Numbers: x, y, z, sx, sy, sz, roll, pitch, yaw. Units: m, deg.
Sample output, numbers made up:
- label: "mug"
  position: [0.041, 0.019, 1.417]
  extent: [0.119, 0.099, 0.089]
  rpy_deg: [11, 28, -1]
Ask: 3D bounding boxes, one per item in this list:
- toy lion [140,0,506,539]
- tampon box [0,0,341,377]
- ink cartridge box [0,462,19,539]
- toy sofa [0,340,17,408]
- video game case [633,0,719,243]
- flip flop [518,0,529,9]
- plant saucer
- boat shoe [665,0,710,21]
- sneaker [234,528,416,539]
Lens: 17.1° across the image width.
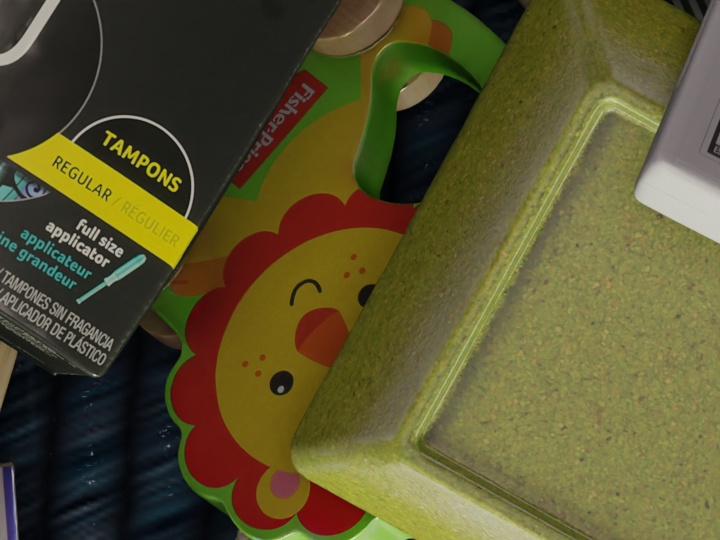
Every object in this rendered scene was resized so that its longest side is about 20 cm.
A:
- label: "toy lion"
  position: [0.000, 0.000, 0.881]
  extent: [0.200, 0.069, 0.192]
  rpy_deg: [-49, 56, -2]
- label: "tampon box"
  position: [-0.104, -0.086, 0.815]
  extent: [0.150, 0.126, 0.201]
  rpy_deg: [33, 81, -11]
- label: "ink cartridge box"
  position: [-0.228, 0.130, 0.942]
  extent: [0.199, 0.039, 0.100]
  rpy_deg: [-3, 88, 2]
- label: "toy sofa"
  position: [-0.174, 0.025, 0.906]
  extent: [0.082, 0.098, 0.201]
  rpy_deg: [19, 73, -17]
- label: "video game case"
  position: [0.201, -0.039, 0.770]
  extent: [0.199, 0.023, 0.182]
  rpy_deg: [27, 46, 1]
- label: "flip flop"
  position: [0.005, -0.151, 0.932]
  extent: [0.200, 0.081, 0.058]
  rpy_deg: [43, 103, -4]
- label: "plant saucer"
  position: [0.104, 0.030, 0.781]
  extent: [0.199, 0.048, 0.201]
  rpy_deg: [29, 98, 2]
- label: "boat shoe"
  position: [0.130, -0.114, 0.875]
  extent: [0.073, 0.067, 0.200]
  rpy_deg: [-23, 48, 0]
- label: "sneaker"
  position: [-0.025, 0.156, 0.928]
  extent: [0.084, 0.075, 0.200]
  rpy_deg: [22, 107, -34]
